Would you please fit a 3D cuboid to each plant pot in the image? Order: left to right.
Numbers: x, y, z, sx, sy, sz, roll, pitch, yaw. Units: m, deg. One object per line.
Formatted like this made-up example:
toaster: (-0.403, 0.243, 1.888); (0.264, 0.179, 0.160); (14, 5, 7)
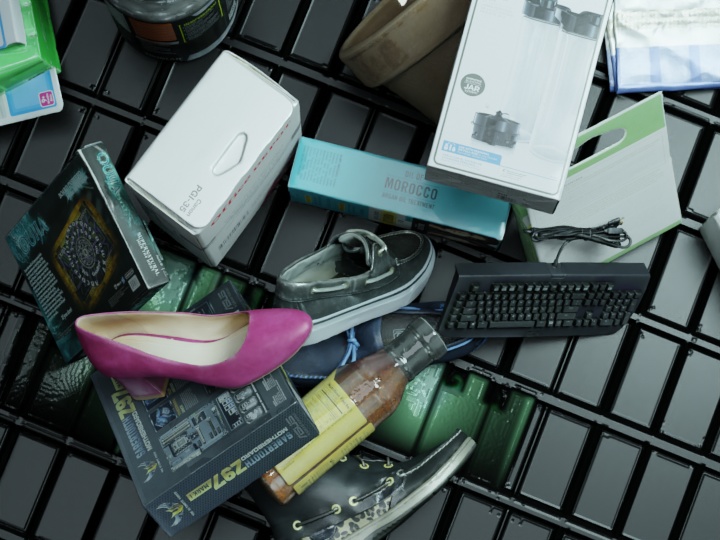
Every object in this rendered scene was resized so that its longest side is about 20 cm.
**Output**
plant pot: (0.108, -0.195, 1.668); (0.200, 0.200, 0.175); (-42, 101, -5)

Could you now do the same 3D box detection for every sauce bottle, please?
sauce bottle: (-0.011, 0.119, 1.614); (0.200, 0.066, 0.066); (-38, 84, -10)

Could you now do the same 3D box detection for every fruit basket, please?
fruit basket: (-0.384, -0.215, 1.705); (0.199, 0.094, 0.186); (-11, 83, 2)

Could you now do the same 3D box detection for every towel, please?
towel: (0.296, -0.266, 1.749); (0.146, 0.024, 0.201); (-4, 84, -3)

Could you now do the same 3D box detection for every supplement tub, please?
supplement tub: (-0.174, -0.266, 1.657); (0.122, 0.200, 0.123); (0, 82, -1)

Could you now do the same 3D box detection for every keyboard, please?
keyboard: (0.170, 0.009, 1.642); (0.199, 0.021, 0.128); (-1, 124, -26)

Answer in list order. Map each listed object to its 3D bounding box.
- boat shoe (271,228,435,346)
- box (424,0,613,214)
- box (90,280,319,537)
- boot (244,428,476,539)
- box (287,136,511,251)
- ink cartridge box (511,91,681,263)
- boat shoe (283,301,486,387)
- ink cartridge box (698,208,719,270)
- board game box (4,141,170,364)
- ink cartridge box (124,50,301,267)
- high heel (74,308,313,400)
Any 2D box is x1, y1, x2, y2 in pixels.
boat shoe: (0.000, 0.000, 1.639); (0.072, 0.071, 0.200); (25, 38, 29)
box: (0.131, -0.160, 1.521); (0.116, 0.060, 0.201); (16, 81, 3)
box: (-0.139, 0.116, 1.615); (0.157, 0.200, 0.051); (-34, 127, -1)
boot: (-0.013, 0.168, 1.666); (0.203, 0.074, 0.154); (-37, 81, -6)
box: (0.036, -0.069, 1.692); (0.199, 0.082, 0.049); (14, 84, 2)
ink cartridge box: (0.204, -0.078, 1.637); (0.145, 0.200, 0.048); (-27, 52, -4)
boat shoe: (0.015, 0.056, 1.681); (0.199, 0.069, 0.085); (-16, 83, -2)
ink cartridge box: (0.419, 0.011, 1.681); (0.145, 0.084, 0.201); (-25, 83, -4)
board game box: (-0.243, -0.012, 1.632); (0.028, 0.200, 0.136); (-22, 82, -35)
ink cartridge box: (-0.123, -0.095, 1.634); (0.083, 0.200, 0.147); (36, 83, 4)
high heel: (-0.141, 0.051, 1.561); (0.199, 0.096, 0.068); (-12, 45, 30)
